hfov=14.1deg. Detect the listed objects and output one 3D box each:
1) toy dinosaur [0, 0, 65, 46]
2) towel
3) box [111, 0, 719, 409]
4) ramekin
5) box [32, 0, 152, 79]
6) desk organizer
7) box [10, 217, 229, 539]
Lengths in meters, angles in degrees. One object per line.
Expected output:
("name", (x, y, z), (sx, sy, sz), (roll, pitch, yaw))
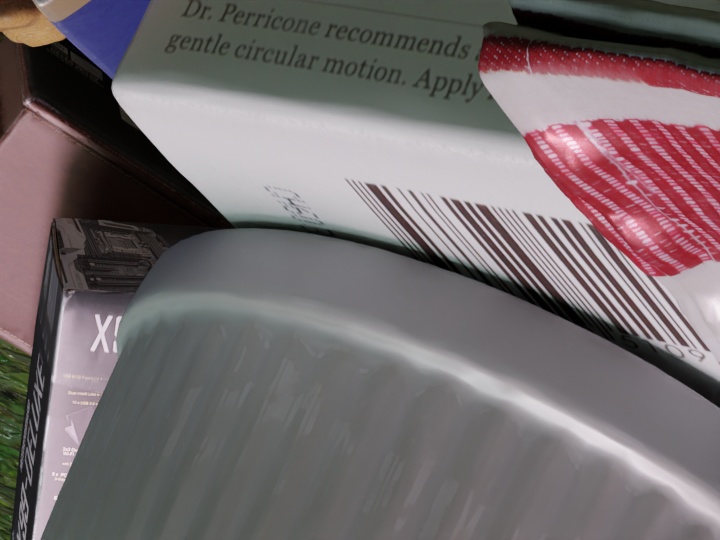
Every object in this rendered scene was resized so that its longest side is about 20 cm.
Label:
("toy dinosaur", (-0.096, -0.081, 0.814), (0.106, 0.200, 0.060), (36, 125, 30))
("towel", (0.118, 0.024, 0.509), (0.144, 0.023, 0.200), (15, 157, 43))
("box", (0.088, -0.032, 0.661), (0.199, 0.131, 0.200), (12, 158, 36))
("ramekin", (0.014, 0.087, 0.692), (0.200, 0.105, 0.200), (24, 159, 10))
("box", (-0.069, -0.088, 0.730), (0.121, 0.032, 0.200), (54, -176, 18))
("desk organizer", (-0.056, 0.006, 0.987), (0.200, 0.077, 0.072), (33, -162, -25))
("box", (-0.011, 0.067, 0.952), (0.200, 0.158, 0.050), (3, -150, -11))
